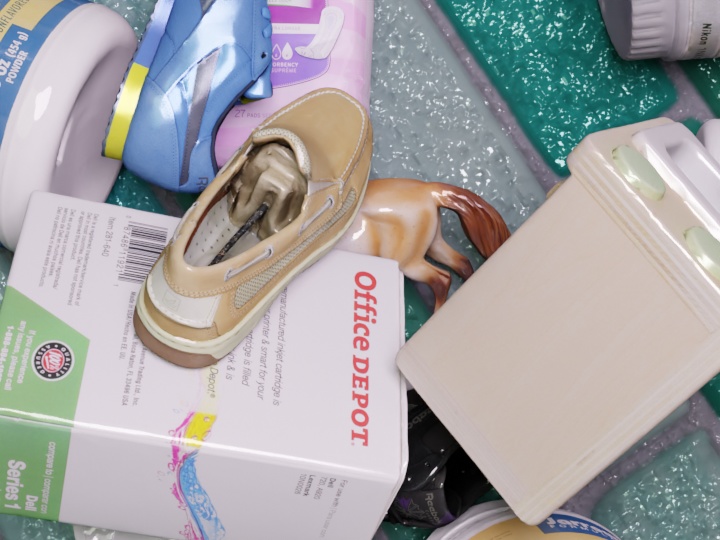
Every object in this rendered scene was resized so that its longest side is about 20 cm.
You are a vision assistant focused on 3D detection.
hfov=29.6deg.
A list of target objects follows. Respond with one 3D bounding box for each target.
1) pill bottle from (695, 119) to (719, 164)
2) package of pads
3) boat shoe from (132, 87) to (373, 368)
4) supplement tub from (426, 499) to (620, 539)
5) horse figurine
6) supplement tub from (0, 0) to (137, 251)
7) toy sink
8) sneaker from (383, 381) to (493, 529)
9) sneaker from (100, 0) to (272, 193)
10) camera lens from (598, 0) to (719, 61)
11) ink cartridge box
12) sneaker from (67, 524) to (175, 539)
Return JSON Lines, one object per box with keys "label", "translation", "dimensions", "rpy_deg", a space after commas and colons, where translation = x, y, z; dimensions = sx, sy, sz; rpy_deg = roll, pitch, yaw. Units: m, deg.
{"label": "pill bottle", "translation": [0.274, -0.011, 0.744], "dimensions": [0.197, 0.111, 0.113], "rpy_deg": [11, 85, 6]}
{"label": "package of pads", "translation": [-0.051, -0.148, 0.804], "dimensions": [0.119, 0.076, 0.203], "rpy_deg": [2, 85, 1]}
{"label": "boat shoe", "translation": [-0.039, -0.039, 0.670], "dimensions": [0.071, 0.077, 0.201], "rpy_deg": [25, 45, 4]}
{"label": "supplement tub", "translation": [0.100, 0.205, 0.678], "dimensions": [0.143, 0.200, 0.147], "rpy_deg": [-2, 100, -12]}
{"label": "horse figurine", "translation": [0.000, 0.000, 0.775], "dimensions": [0.198, 0.050, 0.134], "rpy_deg": [-19, 112, 5]}
{"label": "supplement tub", "translation": [-0.240, -0.106, 0.772], "dimensions": [0.198, 0.145, 0.146], "rpy_deg": [20, 86, 6]}
{"label": "toy sink", "translation": [0.133, 0.003, 0.646], "dimensions": [0.112, 0.130, 0.200], "rpy_deg": [50, 120, 12]}
{"label": "sneaker", "translation": [0.014, 0.106, 0.754], "dimensions": [0.198, 0.088, 0.076], "rpy_deg": [-24, 123, 3]}
{"label": "sneaker", "translation": [-0.072, -0.139, 0.738], "dimensions": [0.078, 0.066, 0.202], "rpy_deg": [19, 88, -3]}
{"label": "camera lens", "translation": [0.229, -0.206, 0.743], "dimensions": [0.197, 0.160, 0.162], "rpy_deg": [-11, 83, 3]}
{"label": "ink cartridge box", "translation": [-0.082, 0.054, 0.683], "dimensions": [0.197, 0.084, 0.146], "rpy_deg": [11, 45, -10]}
{"label": "sneaker", "translation": [-0.127, 0.122, 0.757], "dimensions": [0.073, 0.118, 0.201], "rpy_deg": [-34, 68, -8]}
